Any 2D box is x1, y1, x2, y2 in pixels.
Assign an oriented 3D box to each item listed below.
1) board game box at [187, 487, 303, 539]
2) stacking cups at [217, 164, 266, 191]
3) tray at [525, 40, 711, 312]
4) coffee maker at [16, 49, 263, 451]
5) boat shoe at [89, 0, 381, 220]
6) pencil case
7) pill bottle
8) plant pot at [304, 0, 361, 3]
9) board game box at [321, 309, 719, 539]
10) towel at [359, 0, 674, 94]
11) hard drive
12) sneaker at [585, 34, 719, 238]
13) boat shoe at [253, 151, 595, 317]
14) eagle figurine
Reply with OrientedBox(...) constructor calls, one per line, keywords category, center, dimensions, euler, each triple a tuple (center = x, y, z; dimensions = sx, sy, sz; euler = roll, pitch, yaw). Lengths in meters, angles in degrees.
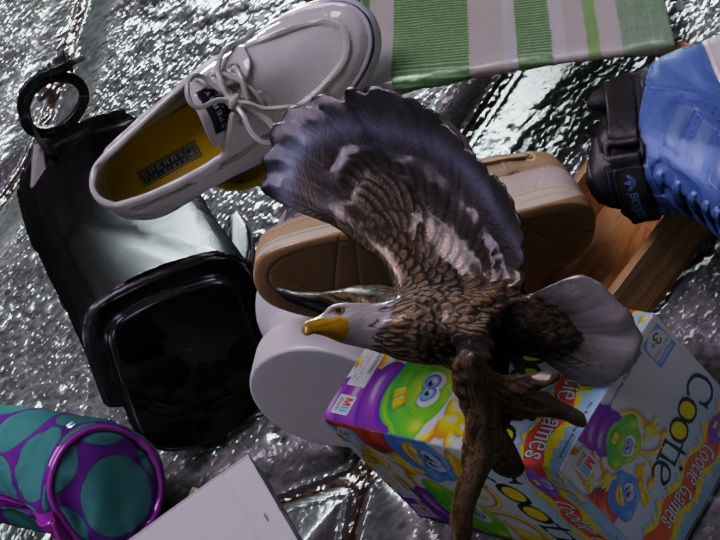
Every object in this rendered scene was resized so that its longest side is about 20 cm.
OrientedBox(category="board game box", center=(-0.070, 0.188, 1.636), dimensions=(0.200, 0.030, 0.096), euler=(17, 83, 62))
OrientedBox(category="stacking cups", center=(-0.050, -0.084, 1.860), dimensions=(0.060, 0.061, 0.200), euler=(-34, -6, 16))
OrientedBox(category="tray", center=(0.168, -0.041, 1.688), dimensions=(0.200, 0.037, 0.098), euler=(-53, 34, -11))
OrientedBox(category="coffee maker", center=(-0.150, -0.006, 1.847), dimensions=(0.135, 0.192, 0.200), euler=(-42, 33, 4))
OrientedBox(category="boat shoe", center=(-0.080, -0.098, 1.718), dimensions=(0.201, 0.075, 0.086), euler=(-30, -6, 12))
OrientedBox(category="pencil case", center=(-0.209, 0.132, 1.846), dimensions=(0.092, 0.085, 0.200), euler=(-35, 20, -29))
OrientedBox(category="pill bottle", center=(0.000, 0.000, 1.749), dimensions=(0.116, 0.116, 0.201), euler=(-17, 42, 35))
OrientedBox(category="plant pot", center=(0.058, -0.250, 1.925), dimensions=(0.141, 0.200, 0.201), euler=(23, 69, 28))
OrientedBox(category="board game box", center=(0.094, 0.081, 1.571), dimensions=(0.199, 0.103, 0.105), euler=(8, 60, 51))
OrientedBox(category="towel", center=(0.091, -0.148, 1.795), dimensions=(0.199, 0.024, 0.153), euler=(-8, 24, 5))
OrientedBox(category="hard drive", center=(-0.119, 0.197, 1.579), dimensions=(0.200, 0.026, 0.132), euler=(-36, 33, -1))
OrientedBox(category="sneaker", center=(0.185, -0.040, 1.589), dimensions=(0.111, 0.077, 0.201), euler=(-18, 53, 4))
OrientedBox(category="boat shoe", center=(0.032, -0.025, 1.662), dimensions=(0.199, 0.074, 0.069), euler=(-9, 44, -8))
OrientedBox(category="eagle figurine", center=(0.031, 0.014, 1.479), dimensions=(0.152, 0.151, 0.200), euler=(-48, 39, 16))
